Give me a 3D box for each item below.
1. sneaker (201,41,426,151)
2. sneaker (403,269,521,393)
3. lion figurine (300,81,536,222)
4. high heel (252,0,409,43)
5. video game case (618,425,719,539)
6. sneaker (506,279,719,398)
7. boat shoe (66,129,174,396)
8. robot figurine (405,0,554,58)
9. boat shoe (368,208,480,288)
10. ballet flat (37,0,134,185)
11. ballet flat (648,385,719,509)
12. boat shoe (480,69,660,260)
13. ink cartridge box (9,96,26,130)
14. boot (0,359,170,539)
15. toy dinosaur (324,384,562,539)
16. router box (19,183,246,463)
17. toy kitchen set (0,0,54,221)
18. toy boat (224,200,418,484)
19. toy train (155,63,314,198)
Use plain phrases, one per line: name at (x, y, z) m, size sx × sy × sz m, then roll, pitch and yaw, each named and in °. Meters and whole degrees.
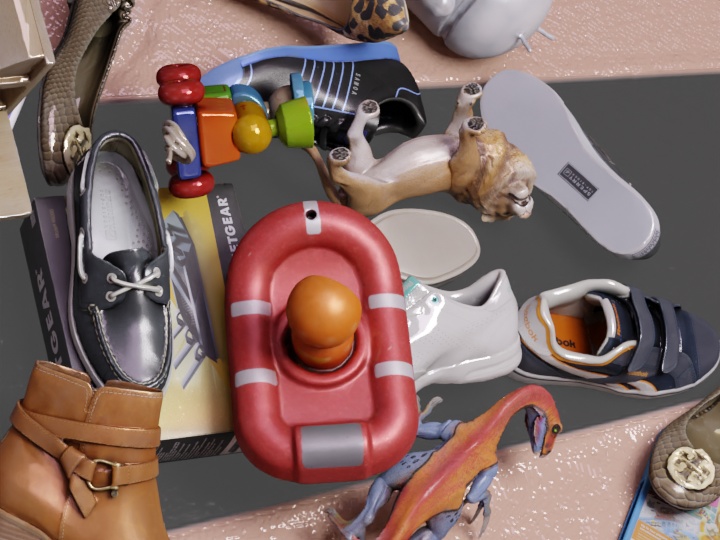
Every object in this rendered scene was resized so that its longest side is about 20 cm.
sneaker at (-0.038, -0.129, 1.688) m, size 0.200 × 0.070 × 0.078 m, roll -13°, pitch 62°, yaw -29°
sneaker at (0.028, 0.050, 1.596) m, size 0.200 × 0.089 × 0.075 m, roll -18°, pitch 29°, yaw -28°
lion figurine at (0.043, -0.079, 1.690) m, size 0.200 × 0.123 × 0.073 m, roll -6°, pitch 52°, yaw -8°
high heel at (-0.056, -0.222, 1.689) m, size 0.142 × 0.072 × 0.200 m, roll -2°, pitch 25°, yaw -28°
video game case at (0.263, 0.234, 1.653) m, size 0.143 × 0.018 × 0.200 m, roll 30°, pitch 57°, yaw -5°
sneaker at (0.208, 0.054, 1.690) m, size 0.200 × 0.079 × 0.079 m, roll 0°, pitch 63°, yaw -24°
boat shoe at (-0.168, -0.003, 1.509) m, size 0.075 × 0.060 × 0.200 m, roll -6°, pitch 66°, yaw -24°
robot figurine at (0.080, -0.256, 1.777) m, size 0.200 × 0.113 × 0.170 m, roll 45°, pitch 38°, yaw 4°
boat shoe at (0.000, 0.000, 1.651) m, size 0.200 × 0.057 × 0.067 m, roll -15°, pitch 76°, yaw -35°
ballet flat at (-0.206, -0.149, 1.624) m, size 0.046 × 0.067 × 0.200 m, roll 4°, pitch 54°, yaw 7°
ballet flat at (0.291, 0.121, 1.689) m, size 0.067 × 0.046 × 0.200 m, roll 46°, pitch 47°, yaw 11°
boat shoe at (0.171, -0.081, 1.758) m, size 0.069 × 0.057 × 0.200 m, roll -42°, pitch 69°, yaw 7°
ink cartridge box at (-0.357, -0.108, 1.538) m, size 0.198 × 0.043 × 0.200 m, roll 29°, pitch 60°, yaw -18°
boot at (-0.154, 0.155, 1.448) m, size 0.200 × 0.074 × 0.155 m, roll 17°, pitch 92°, yaw -10°
toy dinosaur at (0.075, 0.152, 1.546) m, size 0.181 × 0.200 × 0.105 m, roll -40°, pitch 100°, yaw -2°
router box at (-0.149, 0.039, 1.563) m, size 0.157 × 0.052 × 0.200 m, roll -6°, pitch 66°, yaw -25°
toy kitchen set at (-0.318, -0.124, 1.443) m, size 0.180 × 0.163 × 0.200 m, roll -9°, pitch 77°, yaw -31°
toy boat at (-0.027, 0.041, 1.491) m, size 0.130 × 0.131 × 0.200 m, roll -4°, pitch 66°, yaw -6°
toy train at (-0.085, -0.099, 1.545) m, size 0.115 × 0.200 × 0.085 m, roll -7°, pitch 105°, yaw -5°
